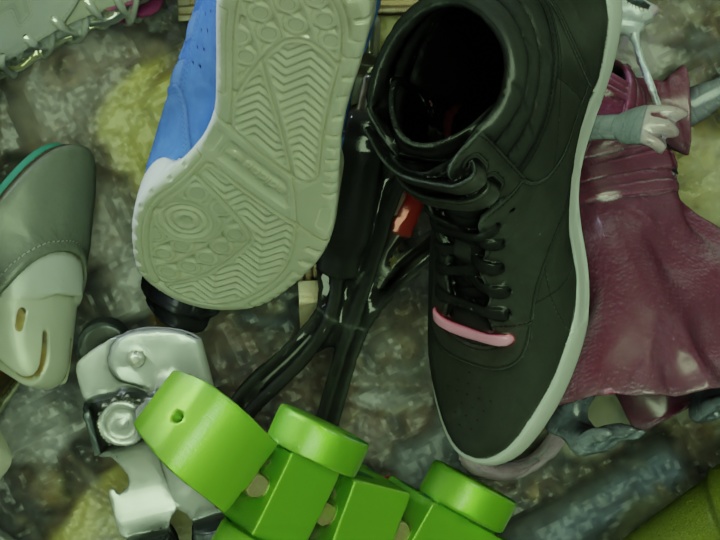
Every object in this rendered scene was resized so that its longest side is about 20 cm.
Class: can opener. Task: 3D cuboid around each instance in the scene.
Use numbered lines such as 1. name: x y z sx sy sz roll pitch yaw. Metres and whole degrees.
1. can opener: -0.067 0.114 0.908 0.052 0.066 0.201 -14 98 2

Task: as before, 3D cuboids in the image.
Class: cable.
1. cable: 0.000 0.000 0.904 0.097 0.050 0.201 12 107 -1

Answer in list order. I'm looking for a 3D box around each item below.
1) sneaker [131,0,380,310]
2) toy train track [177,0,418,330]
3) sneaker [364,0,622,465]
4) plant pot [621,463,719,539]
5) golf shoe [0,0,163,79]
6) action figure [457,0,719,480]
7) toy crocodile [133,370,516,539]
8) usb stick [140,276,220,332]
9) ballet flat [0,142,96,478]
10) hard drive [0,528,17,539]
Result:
1. sneaker: -0.033 -0.081 0.827 0.077 0.200 0.111 13 48 -4
2. toy train track: -0.018 -0.075 0.921 0.114 0.033 0.201 -2 90 -2
3. sneaker: 0.037 -0.019 0.814 0.071 0.099 0.201 18 107 33
4. plant pot: 0.126 0.187 0.856 0.193 0.200 0.201 -28 90 10
5. golf shoe: -0.121 -0.120 0.899 0.091 0.075 0.200 35 89 0
6. action figure: 0.104 -0.030 0.910 0.149 0.134 0.201 -26 75 39
7. toy crocodile: -0.002 0.097 0.880 0.200 0.062 0.068 26 91 -34
8. usb stick: -0.051 -0.075 0.890 0.033 0.055 0.201 9 104 -22
9. ballet flat: -0.151 0.044 0.896 0.064 0.067 0.200 37 93 26
10. hard drive: -0.112 0.199 0.872 0.200 0.027 0.132 27 87 28
